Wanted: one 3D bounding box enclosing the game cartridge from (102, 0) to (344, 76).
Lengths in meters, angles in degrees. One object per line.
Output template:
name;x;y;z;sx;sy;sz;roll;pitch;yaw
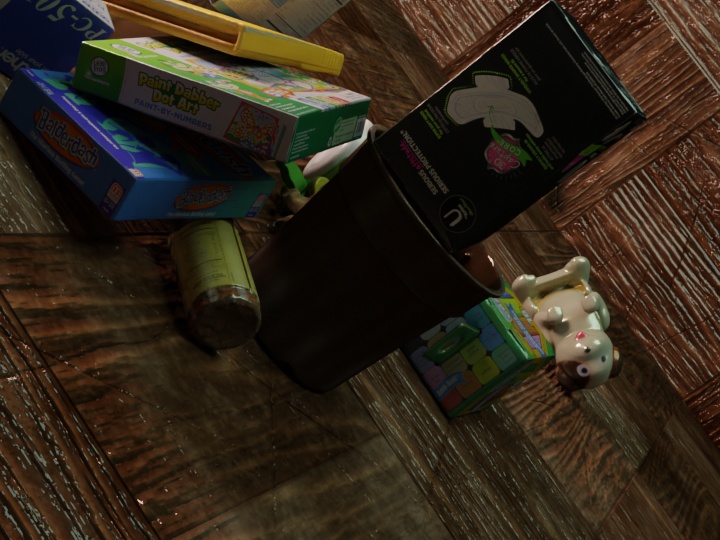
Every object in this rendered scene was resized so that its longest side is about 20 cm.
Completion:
game cartridge;-0.133;-0.227;1.277;0.176;0.033;0.200;22;9;24

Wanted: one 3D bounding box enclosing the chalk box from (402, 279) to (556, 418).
chalk box;0.134;0.091;1.617;0.124;0.125;0.200;56;17;12

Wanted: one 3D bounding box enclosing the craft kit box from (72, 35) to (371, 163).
craft kit box;-0.112;-0.152;1.159;0.197;0.049;0.200;17;16;13

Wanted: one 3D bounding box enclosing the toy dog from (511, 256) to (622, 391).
toy dog;0.345;0.110;2.225;0.200;0.139;0.194;-112;-165;-48

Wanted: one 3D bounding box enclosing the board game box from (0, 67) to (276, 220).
board game box;-0.184;-0.105;1.143;0.152;0.045;0.200;42;21;20

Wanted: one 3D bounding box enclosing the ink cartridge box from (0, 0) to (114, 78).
ink cartridge box;-0.305;-0.232;1.105;0.200;0.094;0.044;35;23;-47

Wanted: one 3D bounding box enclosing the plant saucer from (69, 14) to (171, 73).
plant saucer;-0.200;-0.187;1.325;0.200;0.029;0.201;30;41;-31

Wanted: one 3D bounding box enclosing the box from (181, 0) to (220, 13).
box;-0.215;-0.326;1.558;0.200;0.105;0.184;40;19;-36

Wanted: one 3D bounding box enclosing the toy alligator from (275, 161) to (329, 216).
toy alligator;-0.040;-0.057;1.581;0.200;0.059;0.054;42;60;-40

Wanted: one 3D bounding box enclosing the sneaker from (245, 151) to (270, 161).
sneaker;-0.154;-0.177;1.492;0.200;0.077;0.112;57;31;-35

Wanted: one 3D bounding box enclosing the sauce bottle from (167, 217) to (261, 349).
sauce bottle;-0.135;-0.018;1.185;0.066;0.066;0.200;40;19;-38

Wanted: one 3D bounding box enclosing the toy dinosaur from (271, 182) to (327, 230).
toy dinosaur;-0.025;-0.059;1.452;0.101;0.199;0.058;-65;145;-29

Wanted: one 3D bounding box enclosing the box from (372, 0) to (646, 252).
box;0.138;-0.126;1.210;0.124;0.200;0.149;55;15;6

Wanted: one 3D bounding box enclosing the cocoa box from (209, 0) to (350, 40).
cocoa box;-0.113;-0.356;1.463;0.133;0.131;0.200;35;21;-54

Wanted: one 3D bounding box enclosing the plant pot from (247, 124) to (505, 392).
plant pot;0.000;0.000;1.283;0.200;0.198;0.200;47;17;-19

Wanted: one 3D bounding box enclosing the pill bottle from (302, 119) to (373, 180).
pill bottle;0.029;-0.084;1.720;0.200;0.111;0.111;49;15;-12
